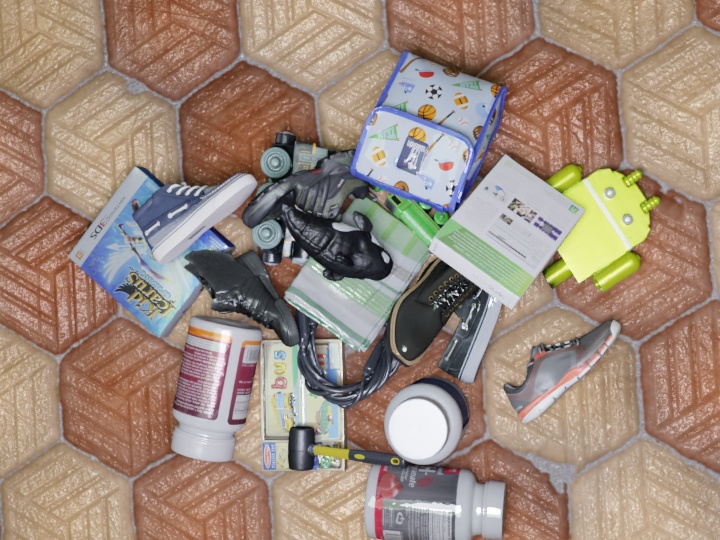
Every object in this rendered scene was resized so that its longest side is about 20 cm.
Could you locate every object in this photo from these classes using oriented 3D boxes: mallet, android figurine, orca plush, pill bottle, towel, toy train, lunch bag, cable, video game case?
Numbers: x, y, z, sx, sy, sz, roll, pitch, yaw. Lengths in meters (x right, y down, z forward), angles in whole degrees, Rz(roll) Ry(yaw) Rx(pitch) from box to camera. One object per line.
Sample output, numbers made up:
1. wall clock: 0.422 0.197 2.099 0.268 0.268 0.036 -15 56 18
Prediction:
1. mallet: -0.022 0.277 1.690 0.198 0.041 0.067 11 94 29
2. android figurine: 0.335 -0.066 1.677 0.199 0.041 0.183 -32 84 11
3. orca plush: -0.031 -0.040 1.632 0.105 0.071 0.200 -43 113 3
4. pill bottle: -0.219 0.177 1.744 0.113 0.114 0.203 12 91 11
5. towel: 0.000 0.000 1.708 0.148 0.031 0.201 34 75 5
6. toy train: -0.098 -0.105 1.742 0.112 0.085 0.203 7 91 1
7. toy train: 0.071 -0.100 1.719 0.056 0.042 0.200 -40 82 -20
8. lunch bag: 0.097 -0.190 1.648 0.168 0.124 0.201 22 66 13
9. cable: -0.015 0.105 1.720 0.161 0.051 0.202 -3 72 -7
10. pill bottle: 0.110 0.341 1.681 0.197 0.111 0.112 3 90 11
11. video game case: -0.325 -0.029 1.800 0.200 0.045 0.182 40 98 8
12. pill bottle: 0.093 0.212 1.639 0.110 0.200 0.113 0 89 10

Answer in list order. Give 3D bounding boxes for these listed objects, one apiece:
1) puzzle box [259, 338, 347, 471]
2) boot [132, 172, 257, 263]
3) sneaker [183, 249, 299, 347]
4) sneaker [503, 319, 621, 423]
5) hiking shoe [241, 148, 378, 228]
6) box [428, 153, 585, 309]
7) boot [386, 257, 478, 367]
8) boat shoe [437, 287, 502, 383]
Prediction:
1. puzzle box: -0.087 0.203 1.763 0.131 0.025 0.203 -2 89 11
2. boot: -0.251 -0.104 1.724 0.199 0.073 0.091 -37 80 14
3. sneaker: -0.176 0.044 1.715 0.103 0.060 0.201 -24 67 -17
4. sneaker: 0.285 0.129 1.669 0.200 0.077 0.082 -43 76 7
5. hiking shoe: -0.072 -0.096 1.672 0.198 0.076 0.102 -28 95 -8
6. box: 0.204 -0.057 1.607 0.144 0.036 0.200 36 55 10
7. boot: 0.121 0.034 1.620 0.077 0.138 0.201 40 54 -16
8. boat shoe: 0.164 0.064 1.691 0.070 0.072 0.202 19 95 6
